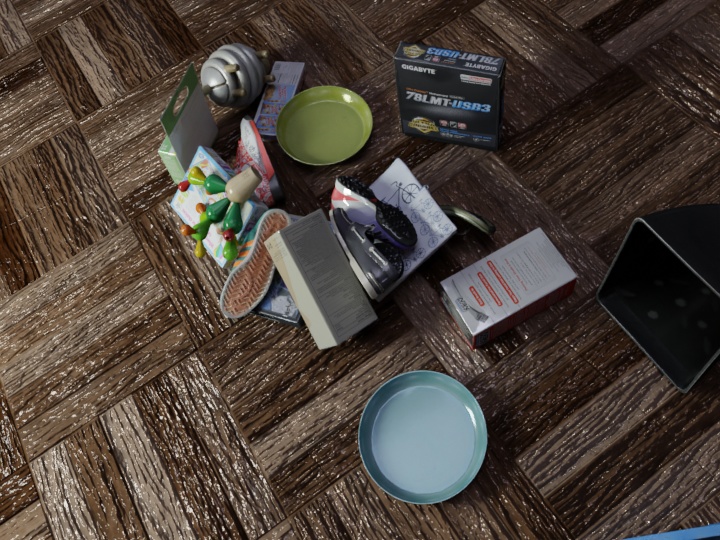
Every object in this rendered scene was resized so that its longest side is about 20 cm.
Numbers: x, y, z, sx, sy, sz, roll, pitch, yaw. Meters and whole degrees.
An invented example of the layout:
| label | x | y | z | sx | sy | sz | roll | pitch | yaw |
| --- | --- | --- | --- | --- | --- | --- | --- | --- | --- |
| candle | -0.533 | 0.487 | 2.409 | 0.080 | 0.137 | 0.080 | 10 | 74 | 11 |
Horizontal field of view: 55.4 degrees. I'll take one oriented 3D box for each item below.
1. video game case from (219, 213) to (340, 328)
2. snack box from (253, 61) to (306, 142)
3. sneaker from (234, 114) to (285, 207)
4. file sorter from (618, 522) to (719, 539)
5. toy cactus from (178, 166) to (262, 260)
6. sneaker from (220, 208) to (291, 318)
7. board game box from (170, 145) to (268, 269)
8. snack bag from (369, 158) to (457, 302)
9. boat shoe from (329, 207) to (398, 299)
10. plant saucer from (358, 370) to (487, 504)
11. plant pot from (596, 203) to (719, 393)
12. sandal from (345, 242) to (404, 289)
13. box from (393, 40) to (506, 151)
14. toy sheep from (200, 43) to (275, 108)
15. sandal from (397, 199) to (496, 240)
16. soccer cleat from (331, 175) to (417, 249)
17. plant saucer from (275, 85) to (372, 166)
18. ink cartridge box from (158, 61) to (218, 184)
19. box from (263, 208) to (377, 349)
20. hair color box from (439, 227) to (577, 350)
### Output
| label | x | y | z | sx | sy | sz | roll | pitch | yaw |
| --- | --- | --- | --- | --- | --- | --- | --- | --- | --- |
| video game case | -0.135 | -0.009 | 1.213 | 0.177 | 0.026 | 0.203 | 12 | 64 | 30 |
| snack box | -0.172 | -0.358 | 1.442 | 0.070 | 0.024 | 0.204 | 7 | 62 | 13 |
| sneaker | -0.228 | -0.204 | 1.331 | 0.106 | 0.068 | 0.205 | -22 | 69 | -5 |
| file sorter | 0.364 | 0.399 | 0.850 | 0.195 | 0.140 | 0.125 | -10 | 61 | 4 |
| toy cactus | -0.244 | -0.121 | 1.188 | 0.164 | 0.102 | 0.202 | -39 | 52 | 14 |
| sneaker | -0.181 | -0.012 | 1.185 | 0.070 | 0.080 | 0.203 | 29 | 86 | -16 |
| board game box | -0.266 | -0.119 | 1.273 | 0.200 | 0.034 | 0.136 | 45 | 111 | 29 |
| snack bag | 0.052 | -0.079 | 1.203 | 0.188 | 0.021 | 0.202 | -41 | 58 | 15 |
| boat shoe | 0.005 | -0.040 | 1.119 | 0.062 | 0.073 | 0.202 | -31 | 48 | 5 |
| plant saucer | 0.095 | 0.253 | 1.045 | 0.194 | 0.028 | 0.205 | -5 | 60 | 8 |
| plant pot | 0.506 | 0.021 | 1.020 | 0.174 | 0.202 | 0.201 | -24 | 57 | -20 |
| sandal | 0.000 | 0.000 | 1.176 | 0.197 | 0.045 | 0.077 | -6 | 58 | 41 |
| box | 0.165 | -0.314 | 1.256 | 0.195 | 0.200 | 0.051 | 15 | 64 | 16 |
| toy sheep | -0.261 | -0.401 | 1.417 | 0.136 | 0.140 | 0.199 | 31 | 42 | 24 |
| sandal | 0.148 | -0.085 | 1.209 | 0.197 | 0.079 | 0.059 | 14 | 95 | 33 |
| soccer cleat | 0.021 | -0.086 | 1.184 | 0.067 | 0.074 | 0.199 | -12 | 44 | -45 |
| plant saucer | -0.072 | -0.284 | 1.372 | 0.194 | 0.031 | 0.205 | -2 | 61 | 4 |
| ink cartridge box | -0.343 | -0.281 | 1.326 | 0.047 | 0.201 | 0.148 | 12 | 63 | 14 |
| box | -0.065 | 0.016 | 1.112 | 0.094 | 0.077 | 0.204 | -28 | 92 | -29 |
| hair color box | 0.240 | 0.029 | 1.126 | 0.197 | 0.064 | 0.112 | -27 | 61 | -7 |
